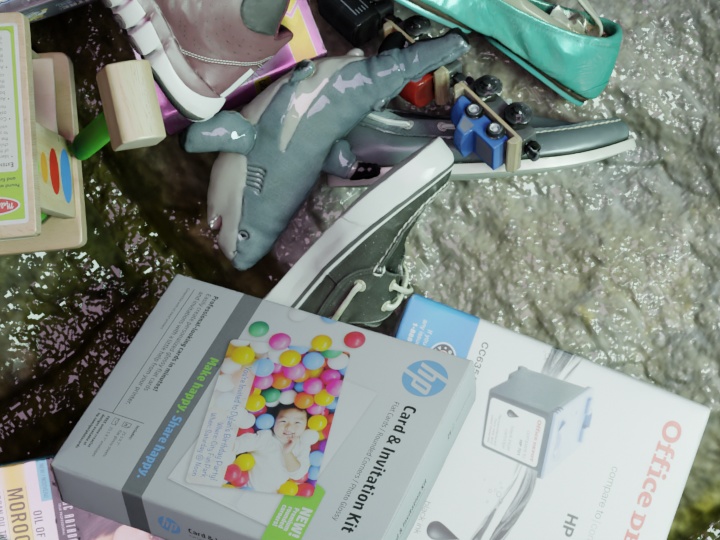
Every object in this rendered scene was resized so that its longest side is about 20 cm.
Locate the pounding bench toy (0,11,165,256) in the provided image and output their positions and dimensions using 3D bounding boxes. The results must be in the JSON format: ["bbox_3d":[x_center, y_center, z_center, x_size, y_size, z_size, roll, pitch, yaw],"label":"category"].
[{"bbox_3d":[-0.205,-0.077,1.025,0.197,0.156,0.126,-5,87,3],"label":"pounding bench toy"}]

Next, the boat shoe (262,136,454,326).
[{"bbox_3d":[0.000,0.000,1.047,0.064,0.071,0.200,45,121,1],"label":"boat shoe"}]

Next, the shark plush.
[{"bbox_3d":[-0.016,-0.085,1.054,0.199,0.091,0.084,-31,80,7],"label":"shark plush"}]

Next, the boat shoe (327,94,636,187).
[{"bbox_3d":[0.075,-0.089,1.082,0.197,0.073,0.063,-5,90,3],"label":"boat shoe"}]

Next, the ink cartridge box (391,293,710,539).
[{"bbox_3d":[0.097,0.117,1.063,0.198,0.086,0.148,20,86,1],"label":"ink cartridge box"}]

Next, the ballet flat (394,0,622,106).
[{"bbox_3d":[0.083,-0.174,1.063,0.199,0.068,0.071,25,109,-25],"label":"ballet flat"}]

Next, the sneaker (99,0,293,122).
[{"bbox_3d":[-0.107,-0.194,0.982,0.115,0.076,0.201,-34,119,0],"label":"sneaker"}]

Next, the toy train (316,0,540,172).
[{"bbox_3d":[0.037,-0.128,1.062,0.046,0.034,0.200,-35,61,-20],"label":"toy train"}]

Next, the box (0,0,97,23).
[{"bbox_3d":[-0.172,-0.220,1.035,0.198,0.035,0.111,-19,87,0],"label":"box"}]

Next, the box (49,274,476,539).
[{"bbox_3d":[-0.053,0.093,0.978,0.198,0.041,0.157,17,52,19],"label":"box"}]

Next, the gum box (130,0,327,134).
[{"bbox_3d":[-0.108,-0.204,1.085,0.112,0.066,0.202,-22,87,-2],"label":"gum box"}]

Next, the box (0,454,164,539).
[{"bbox_3d":[-0.203,0.159,1.067,0.197,0.049,0.083,-10,87,-2],"label":"box"}]
